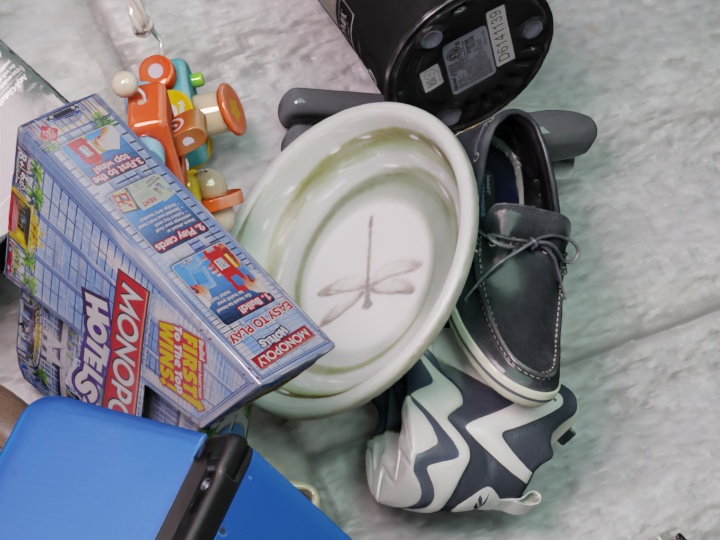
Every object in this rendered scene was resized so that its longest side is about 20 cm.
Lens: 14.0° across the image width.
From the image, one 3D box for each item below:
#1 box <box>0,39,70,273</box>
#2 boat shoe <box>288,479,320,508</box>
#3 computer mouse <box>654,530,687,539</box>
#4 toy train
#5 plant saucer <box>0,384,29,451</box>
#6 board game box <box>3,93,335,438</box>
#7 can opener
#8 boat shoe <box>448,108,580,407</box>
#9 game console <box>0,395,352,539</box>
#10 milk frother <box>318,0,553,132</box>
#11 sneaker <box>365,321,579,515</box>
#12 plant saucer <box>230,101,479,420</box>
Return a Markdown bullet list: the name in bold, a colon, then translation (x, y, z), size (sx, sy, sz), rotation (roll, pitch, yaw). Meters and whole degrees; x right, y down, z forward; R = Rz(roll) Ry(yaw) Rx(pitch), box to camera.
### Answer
- **box**: translation (-0.262, -0.045, 1.681), size (0.141, 0.079, 0.200), rotation (42, 80, 6)
- **boat shoe**: translation (-0.115, 0.167, 1.675), size (0.199, 0.063, 0.072), rotation (-17, 74, -24)
- **computer mouse**: translation (0.166, 0.249, 1.740), size (0.199, 0.053, 0.139), rotation (-31, 79, -29)
- **toy train**: translation (-0.103, -0.089, 1.733), size (0.055, 0.151, 0.200), rotation (-11, 34, 4)
- **plant saucer**: translation (-0.247, 0.150, 1.610), size (0.199, 0.032, 0.202), rotation (0, 88, -7)
- **board game box**: translation (-0.110, 0.040, 1.617), size (0.200, 0.201, 0.062), rotation (35, 44, 30)
- **can opener**: translation (0.050, -0.092, 1.852), size (0.199, 0.067, 0.054), rotation (4, 64, -18)
- **boat shoe**: translation (0.090, -0.012, 1.755), size (0.074, 0.062, 0.201), rotation (16, 51, -28)
- **game console**: translation (-0.117, 0.184, 1.491), size (0.171, 0.118, 0.201), rotation (45, 56, -30)
- **milk frother**: translation (0.065, -0.220, 1.820), size (0.199, 0.181, 0.188), rotation (-17, 52, -22)
- **sneaker**: translation (0.071, 0.062, 1.786), size (0.129, 0.080, 0.200), rotation (16, 48, -26)
- **plant saucer**: translation (0.000, 0.000, 1.745), size (0.050, 0.199, 0.201), rotation (31, 52, -44)
